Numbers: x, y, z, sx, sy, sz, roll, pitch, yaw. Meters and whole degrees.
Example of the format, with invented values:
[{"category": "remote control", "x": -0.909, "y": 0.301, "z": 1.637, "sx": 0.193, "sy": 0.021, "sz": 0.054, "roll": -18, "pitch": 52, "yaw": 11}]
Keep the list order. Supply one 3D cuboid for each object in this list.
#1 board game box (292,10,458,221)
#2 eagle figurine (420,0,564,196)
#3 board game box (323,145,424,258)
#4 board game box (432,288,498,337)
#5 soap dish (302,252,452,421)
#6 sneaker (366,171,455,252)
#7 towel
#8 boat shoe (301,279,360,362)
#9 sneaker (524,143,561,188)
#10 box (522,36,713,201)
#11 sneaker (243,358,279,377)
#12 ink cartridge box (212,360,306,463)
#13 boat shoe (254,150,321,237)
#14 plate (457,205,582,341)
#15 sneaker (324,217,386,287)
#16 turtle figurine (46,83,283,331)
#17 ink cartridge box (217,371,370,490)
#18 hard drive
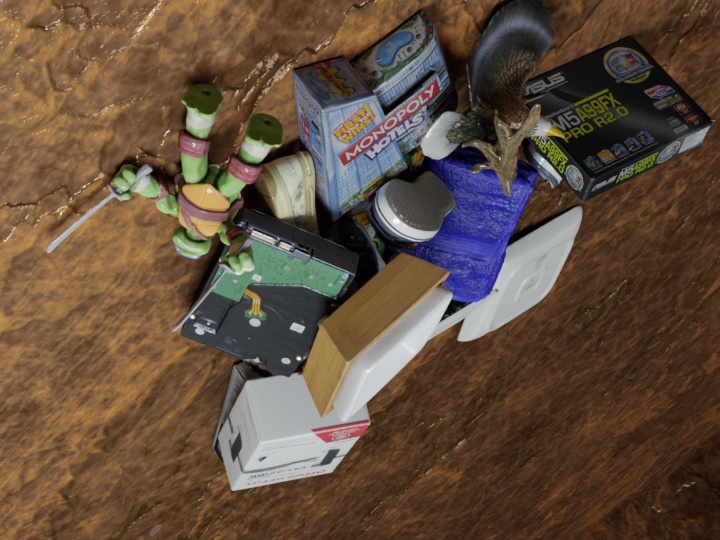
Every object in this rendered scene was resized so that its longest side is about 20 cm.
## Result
[{"category": "board game box", "x": 0.011, "y": -0.169, "z": 1.412, "sx": 0.200, "sy": 0.062, "sz": 0.200, "roll": -37, "pitch": 155, "yaw": -2}, {"category": "eagle figurine", "x": 0.156, "y": -0.182, "z": 1.482, "sx": 0.151, "sy": 0.201, "sz": 0.151, "roll": -28, "pitch": 130, "yaw": 28}, {"category": "board game box", "x": 0.010, "y": -0.071, "z": 1.615, "sx": 0.104, "sy": 0.023, "sz": 0.200, "roll": -24, "pitch": 151, "yaw": -31}, {"category": "board game box", "x": 0.080, "y": 0.087, "z": 1.884, "sx": 0.199, "sy": 0.026, "sz": 0.200, "roll": -30, "pitch": 174, "yaw": -16}, {"category": "soap dish", "x": 0.013, "y": 0.074, "z": 1.503, "sx": 0.157, "sy": 0.081, "sz": 0.200, "roll": -41, "pitch": 170, "yaw": -22}, {"category": "sneaker", "x": 0.046, "y": -0.057, "z": 1.525, "sx": 0.079, "sy": 0.079, "sz": 0.200, "roll": -38, "pitch": 175, "yaw": 21}, {"category": "towel", "x": 0.124, "y": -0.052, "z": 1.664, "sx": 0.147, "sy": 0.050, "sz": 0.201, "roll": 9, "pitch": 124, "yaw": -15}, {"category": "boat shoe", "x": -0.045, "y": 0.063, "z": 1.577, "sx": 0.067, "sy": 0.057, "sz": 0.200, "roll": -44, "pitch": 166, "yaw": -33}, {"category": "sneaker", "x": 0.289, "y": -0.162, "z": 1.768, "sx": 0.199, "sy": 0.070, "sz": 0.109, "roll": 3, "pitch": 133, "yaw": -50}, {"category": "box", "x": 0.300, "y": -0.186, "z": 1.638, "sx": 0.199, "sy": 0.161, "sz": 0.044, "roll": -25, "pitch": 153, "yaw": -24}, {"category": "sneaker", "x": -0.119, "y": 0.070, "z": 1.641, "sx": 0.081, "sy": 0.075, "sz": 0.200, "roll": -54, "pitch": 154, "yaw": -13}, {"category": "ink cartridge box", "x": -0.096, "y": 0.164, "z": 1.839, "sx": 0.199, "sy": 0.047, "sz": 0.198, "roll": -19, "pitch": 148, "yaw": -29}, {"category": "boat shoe", "x": -0.068, "y": -0.054, "z": 1.485, "sx": 0.062, "sy": 0.073, "sz": 0.200, "roll": -29, "pitch": 152, "yaw": -11}, {"category": "plate", "x": 0.243, "y": 0.012, "z": 2.009, "sx": 0.199, "sy": 0.032, "sz": 0.201, "roll": -28, "pitch": 151, "yaw": -33}, {"category": "sneaker", "x": 0.000, "y": 0.000, "z": 1.631, "sx": 0.074, "sy": 0.087, "sz": 0.201, "roll": 3, "pitch": 138, "yaw": 15}, {"category": "turtle figurine", "x": -0.159, "y": -0.061, "z": 1.280, "sx": 0.199, "sy": 0.144, "sz": 0.194, "roll": -17, "pitch": 144, "yaw": -43}, {"category": "ink cartridge box", "x": -0.087, "y": 0.200, "z": 1.703, "sx": 0.143, "sy": 0.084, "sz": 0.200, "roll": -8, "pitch": 158, "yaw": -20}, {"category": "hard drive", "x": -0.102, "y": 0.027, "z": 1.478, "sx": 0.139, "sy": 0.038, "sz": 0.200, "roll": 21, "pitch": 136, "yaw": -11}]
